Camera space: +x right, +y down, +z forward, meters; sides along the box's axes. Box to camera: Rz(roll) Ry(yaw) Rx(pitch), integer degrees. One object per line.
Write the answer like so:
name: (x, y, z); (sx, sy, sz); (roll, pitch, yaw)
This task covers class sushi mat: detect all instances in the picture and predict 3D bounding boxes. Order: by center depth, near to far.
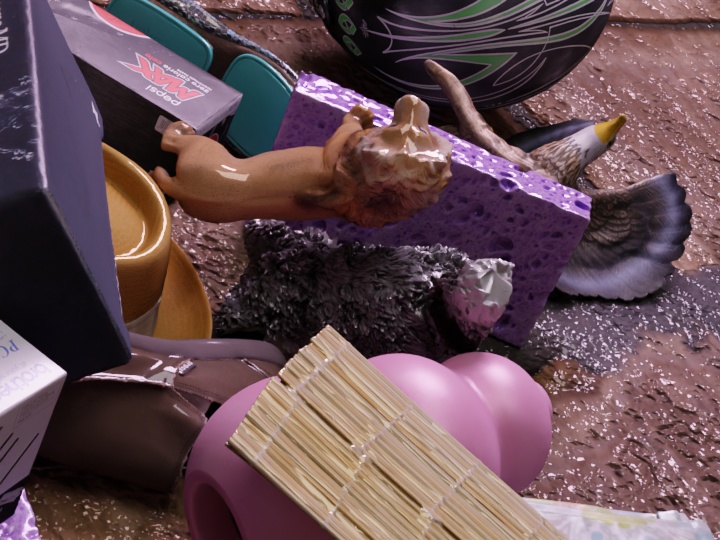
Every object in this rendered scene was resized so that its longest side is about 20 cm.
sushi mat: (0.034, 0.115, 0.837); (0.200, 0.012, 0.096); (41, 46, 2)

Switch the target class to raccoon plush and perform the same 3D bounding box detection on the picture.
raccoon plush: (0.000, 0.000, 1.028); (0.134, 0.200, 0.097); (22, 61, -7)

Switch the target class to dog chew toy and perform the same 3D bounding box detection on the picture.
dog chew toy: (0.013, 0.099, 0.922); (0.200, 0.125, 0.125); (-18, 52, -29)

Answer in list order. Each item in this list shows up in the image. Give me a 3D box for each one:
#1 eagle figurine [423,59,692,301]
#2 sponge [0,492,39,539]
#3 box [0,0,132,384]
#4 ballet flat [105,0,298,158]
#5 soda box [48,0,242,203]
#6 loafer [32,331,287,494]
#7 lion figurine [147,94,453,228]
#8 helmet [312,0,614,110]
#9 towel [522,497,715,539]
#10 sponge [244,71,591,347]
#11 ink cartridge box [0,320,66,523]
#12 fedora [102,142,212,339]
eagle figurine: (0.130, -0.056, 1.251); (0.200, 0.151, 0.152); (22, 64, -63)
sponge: (-0.231, 0.145, 0.795); (0.200, 0.030, 0.112); (2, 41, -31)
box: (-0.228, -0.028, 0.884); (0.199, 0.118, 0.197); (-18, 42, 2)
ballet flat: (-0.085, -0.131, 1.242); (0.200, 0.074, 0.074); (41, 37, 16)
soda box: (-0.181, -0.128, 1.174); (0.200, 0.063, 0.071); (32, 35, 8)
loafer: (-0.110, 0.075, 0.939); (0.200, 0.073, 0.071); (-4, 44, -35)
lion figurine: (-0.043, -0.053, 1.037); (0.199, 0.073, 0.123); (-12, 17, 10)
helmet: (0.083, -0.209, 1.325); (0.200, 0.201, 0.190); (-13, 26, -43)
towel: (0.129, 0.201, 0.952); (0.171, 0.048, 0.200); (8, 38, -19)
sponge: (0.034, -0.037, 1.148); (0.200, 0.112, 0.030); (23, 36, -3)
ink cartridge box: (-0.209, 0.102, 0.744); (0.044, 0.094, 0.200); (36, 36, 15)
fedora: (-0.165, -0.020, 1.022); (0.200, 0.082, 0.201); (17, 34, -12)
